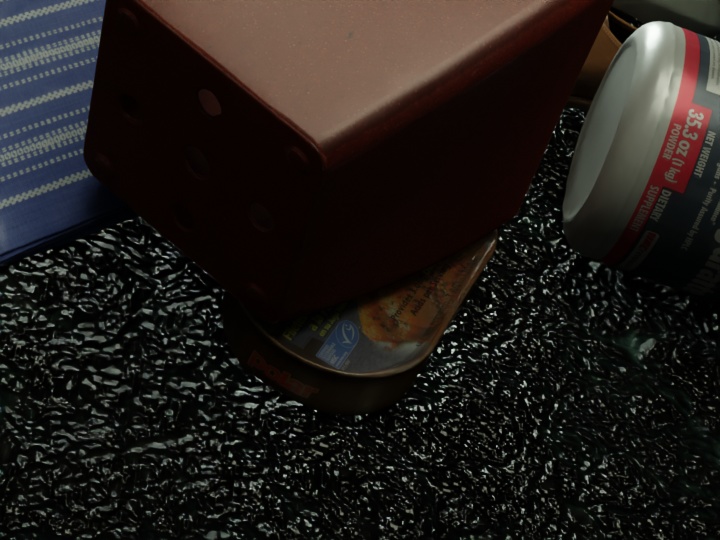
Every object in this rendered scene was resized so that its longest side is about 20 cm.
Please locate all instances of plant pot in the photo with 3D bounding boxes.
[{"bbox_3d":[-0.024,-0.096,0.923,0.199,0.201,0.176,39,55,14],"label":"plant pot"}]

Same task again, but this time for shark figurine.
[{"bbox_3d":[0.186,-0.165,1.252,0.213,0.091,0.128,4,8,-34],"label":"shark figurine"}]

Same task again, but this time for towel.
[{"bbox_3d":[-0.174,-0.112,0.973,0.144,0.024,0.202,-25,92,-41],"label":"towel"}]

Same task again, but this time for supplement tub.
[{"bbox_3d":[0.227,-0.046,1.080,0.198,0.141,0.141,19,39,-4],"label":"supplement tub"}]

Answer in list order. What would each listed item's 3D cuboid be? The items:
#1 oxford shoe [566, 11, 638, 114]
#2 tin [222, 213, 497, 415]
[{"bbox_3d":[0.120,-0.143,1.194,0.198,0.072,0.072,9,42,-15],"label":"oxford shoe"},{"bbox_3d":[0.000,0.000,0.997,0.111,0.042,0.200,32,40,4],"label":"tin"}]
